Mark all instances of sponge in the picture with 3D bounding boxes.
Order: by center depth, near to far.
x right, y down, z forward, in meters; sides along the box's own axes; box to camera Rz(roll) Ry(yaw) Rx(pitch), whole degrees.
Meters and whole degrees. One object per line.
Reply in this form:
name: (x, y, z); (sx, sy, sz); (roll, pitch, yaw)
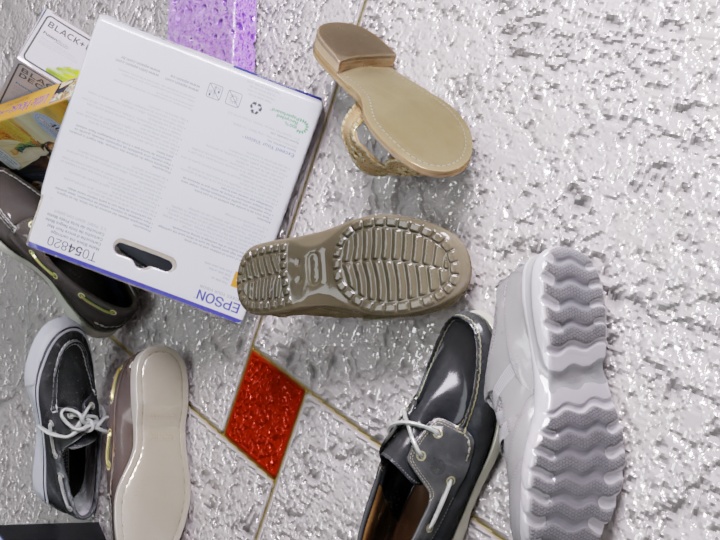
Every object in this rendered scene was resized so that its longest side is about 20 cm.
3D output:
sponge: (-0.136, -0.267, 1.180); (0.111, 0.030, 0.202); (-7, 79, 49)

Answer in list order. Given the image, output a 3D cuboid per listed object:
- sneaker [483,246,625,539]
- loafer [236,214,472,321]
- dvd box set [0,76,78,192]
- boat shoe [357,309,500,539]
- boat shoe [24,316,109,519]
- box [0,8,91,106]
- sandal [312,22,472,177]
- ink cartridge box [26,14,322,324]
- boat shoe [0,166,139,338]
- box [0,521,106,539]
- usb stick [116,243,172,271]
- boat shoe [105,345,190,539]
sneaker: (0.119, 0.090, 0.828); (0.082, 0.074, 0.202); (-21, 61, 59)
loafer: (0.000, 0.000, 0.966); (0.199, 0.067, 0.077); (-1, 86, 32)
dvd box set: (-0.259, -0.106, 1.181); (0.199, 0.146, 0.030); (-6, 51, 45)
boat shoe: (0.049, 0.123, 0.889); (0.072, 0.067, 0.202); (23, 98, 48)
boat shoe: (-0.274, 0.145, 1.221); (0.068, 0.073, 0.201); (23, 113, 37)
box: (-0.285, -0.152, 1.218); (0.200, 0.116, 0.060); (-31, 31, 58)
sandal: (0.018, -0.107, 0.971); (0.212, 0.077, 0.070); (57, 144, 43)
ink cartridge box: (-0.154, -0.082, 1.066); (0.041, 0.198, 0.201); (-93, 24, -78)
boat shoe: (-0.288, -0.027, 1.219); (0.201, 0.072, 0.060); (48, 136, -9)
box: (-0.342, 0.336, 1.212); (0.201, 0.163, 0.086); (-56, 48, 26)
usb stick: (-0.164, -0.013, 1.169); (0.199, 0.032, 0.056); (28, 100, 47)
boat shoe: (-0.195, 0.170, 1.148); (0.059, 0.071, 0.202); (-17, 67, 51)
